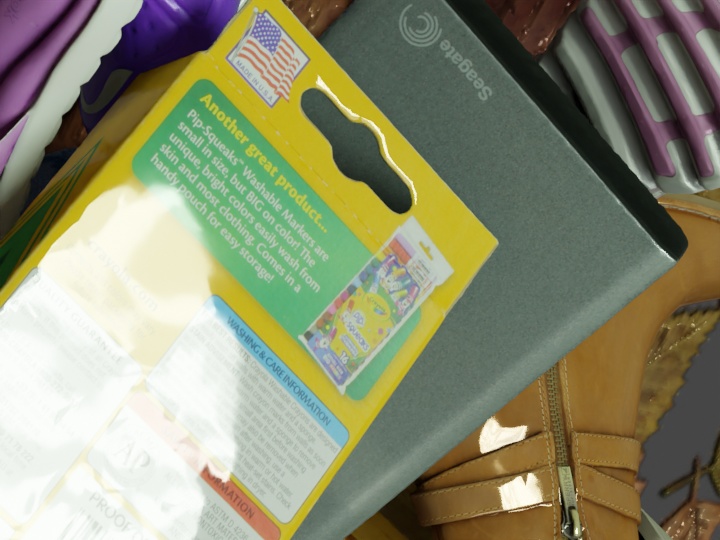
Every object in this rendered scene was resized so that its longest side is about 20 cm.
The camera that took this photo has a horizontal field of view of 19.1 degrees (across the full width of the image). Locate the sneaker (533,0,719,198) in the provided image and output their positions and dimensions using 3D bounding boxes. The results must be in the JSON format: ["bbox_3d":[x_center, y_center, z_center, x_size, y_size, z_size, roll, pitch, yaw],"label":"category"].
[{"bbox_3d":[0.105,-0.061,0.785,0.088,0.199,0.081,-16,84,-43],"label":"sneaker"}]

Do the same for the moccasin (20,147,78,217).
[{"bbox_3d":[-0.143,0.037,0.780,0.200,0.081,0.068,-43,137,16],"label":"moccasin"}]

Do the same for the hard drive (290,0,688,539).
[{"bbox_3d":[0.000,0.000,0.771,0.200,0.140,0.033,-42,180,27],"label":"hard drive"}]

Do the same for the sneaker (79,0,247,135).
[{"bbox_3d":[-0.070,-0.140,0.717,0.099,0.070,0.202,16,105,-33],"label":"sneaker"}]

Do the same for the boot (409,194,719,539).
[{"bbox_3d":[0.096,0.051,0.861,0.198,0.157,0.077,-2,156,-33],"label":"boot"}]

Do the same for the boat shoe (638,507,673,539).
[{"bbox_3d":[0.110,0.139,0.943,0.063,0.200,0.073,-42,96,-4],"label":"boat shoe"}]

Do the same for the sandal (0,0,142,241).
[{"bbox_3d":[-0.139,-0.053,0.697,0.050,0.082,0.204,0,128,-55],"label":"sandal"}]

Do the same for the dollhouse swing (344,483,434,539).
[{"bbox_3d":[-0.059,0.172,0.866,0.175,0.182,0.201,16,109,-52],"label":"dollhouse swing"}]

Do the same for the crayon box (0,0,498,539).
[{"bbox_3d":[-0.058,0.024,0.688,0.126,0.051,0.201,46,65,-20],"label":"crayon box"}]
